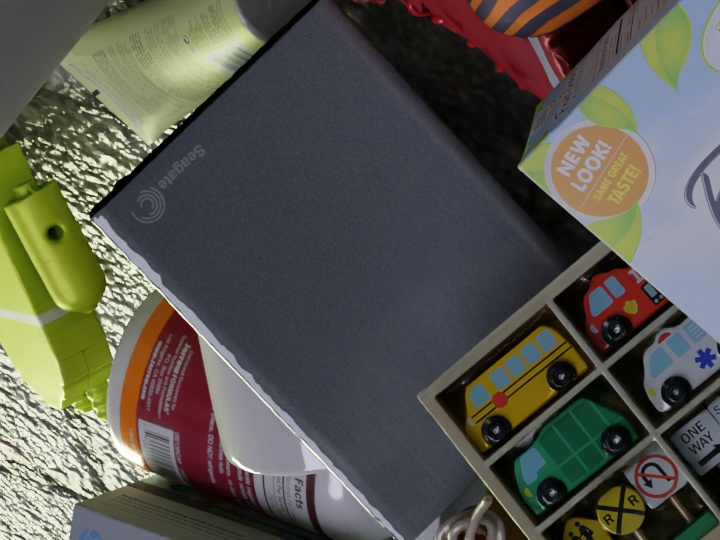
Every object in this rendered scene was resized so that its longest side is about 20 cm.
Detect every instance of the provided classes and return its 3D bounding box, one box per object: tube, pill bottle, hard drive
[{"bbox_3d":[-0.086,-0.108,1.089,0.200,0.052,0.058,-19,82,57],"label":"tube"},{"bbox_3d":[-0.026,0.079,1.209,0.199,0.113,0.113,17,144,25],"label":"pill bottle"},{"bbox_3d":[0.000,0.000,0.986,0.200,0.140,0.033,47,177,-10],"label":"hard drive"}]

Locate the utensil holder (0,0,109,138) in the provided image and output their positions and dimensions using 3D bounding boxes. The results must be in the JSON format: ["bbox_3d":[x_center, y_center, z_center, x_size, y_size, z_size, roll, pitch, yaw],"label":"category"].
[{"bbox_3d":[-0.206,-0.134,1.011,0.170,0.200,0.170,23,148,16],"label":"utensil holder"}]

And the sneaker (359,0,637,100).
[{"bbox_3d":[0.056,-0.117,0.938,0.200,0.078,0.115,55,153,-9],"label":"sneaker"}]

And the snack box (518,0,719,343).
[{"bbox_3d":[0.183,-0.061,0.806,0.169,0.068,0.200,41,115,-8],"label":"snack box"}]

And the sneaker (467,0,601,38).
[{"bbox_3d":[0.082,-0.143,0.779,0.077,0.112,0.200,32,128,-1],"label":"sneaker"}]

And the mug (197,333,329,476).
[{"bbox_3d":[-0.032,-0.004,1.077,0.186,0.149,0.154,-5,112,40],"label":"mug"}]

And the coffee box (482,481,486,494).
[{"bbox_3d":[0.165,0.111,1.110,0.199,0.080,0.115,16,143,27],"label":"coffee box"}]

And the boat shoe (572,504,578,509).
[{"bbox_3d":[0.132,0.129,1.024,0.065,0.074,0.200,-24,143,11],"label":"boat shoe"}]

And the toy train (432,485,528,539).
[{"bbox_3d":[0.064,0.123,1.047,0.084,0.116,0.200,21,139,8],"label":"toy train"}]

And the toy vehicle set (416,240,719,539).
[{"bbox_3d":[0.138,0.036,0.924,0.124,0.200,0.027,50,-171,5],"label":"toy vehicle set"}]

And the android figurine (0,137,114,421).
[{"bbox_3d":[-0.186,-0.007,1.242,0.201,0.041,0.182,65,160,-10],"label":"android figurine"}]

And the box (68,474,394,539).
[{"bbox_3d":[-0.041,0.147,1.249,0.155,0.200,0.041,17,103,26],"label":"box"}]

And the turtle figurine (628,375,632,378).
[{"bbox_3d":[0.206,0.042,0.972,0.200,0.150,0.101,49,-167,13],"label":"turtle figurine"}]
